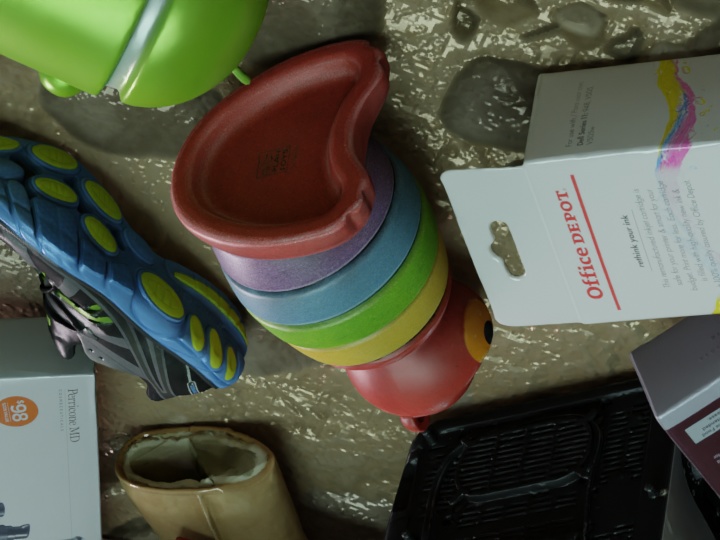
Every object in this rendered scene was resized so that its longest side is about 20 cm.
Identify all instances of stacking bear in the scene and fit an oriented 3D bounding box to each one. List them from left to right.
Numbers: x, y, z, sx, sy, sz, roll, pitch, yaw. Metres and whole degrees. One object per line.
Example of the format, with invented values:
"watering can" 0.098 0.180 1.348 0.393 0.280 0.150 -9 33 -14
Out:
"stacking bear" 0.000 0.000 1.443 0.113 0.122 0.200 -12 139 24

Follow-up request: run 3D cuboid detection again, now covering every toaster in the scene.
"toaster" 0.101 0.164 1.528 0.200 0.181 0.119 -14 132 27

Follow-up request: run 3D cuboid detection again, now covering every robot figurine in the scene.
"robot figurine" -0.129 -0.146 1.311 0.200 0.116 0.176 23 143 -9

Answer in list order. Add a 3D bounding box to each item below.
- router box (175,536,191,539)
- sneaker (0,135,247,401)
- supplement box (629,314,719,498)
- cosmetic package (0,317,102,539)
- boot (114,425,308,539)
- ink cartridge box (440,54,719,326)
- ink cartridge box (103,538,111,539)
"router box" -0.031 0.252 1.575 0.200 0.180 0.049 17 133 -1
"sneaker" -0.145 0.007 1.513 0.083 0.071 0.200 -27 127 29
"supplement box" 0.237 0.091 1.475 0.109 0.061 0.200 -33 122 11
"cosmetic package" -0.221 0.111 1.629 0.150 0.052 0.200 -4 137 -6
"boot" -0.032 0.175 1.666 0.175 0.066 0.200 -4 133 19
"ink cartridge box" 0.150 -0.039 1.381 0.199 0.067 0.117 -5 135 19
"ink cartridge box" -0.209 0.245 1.690 0.115 0.200 0.068 11 138 5
